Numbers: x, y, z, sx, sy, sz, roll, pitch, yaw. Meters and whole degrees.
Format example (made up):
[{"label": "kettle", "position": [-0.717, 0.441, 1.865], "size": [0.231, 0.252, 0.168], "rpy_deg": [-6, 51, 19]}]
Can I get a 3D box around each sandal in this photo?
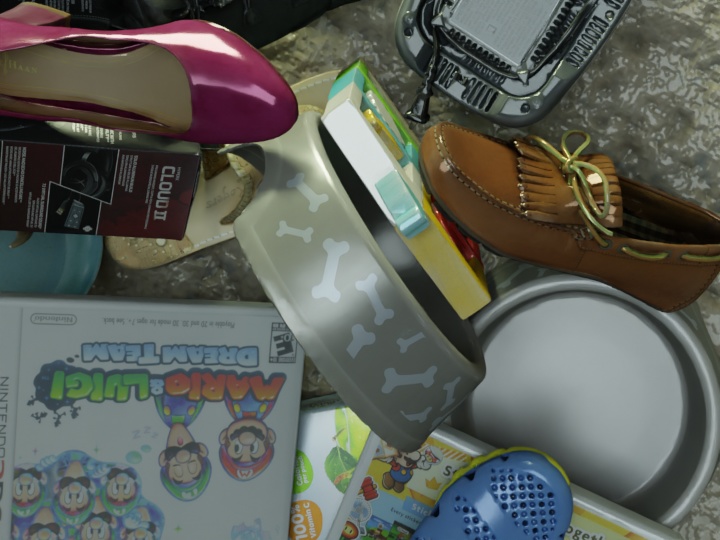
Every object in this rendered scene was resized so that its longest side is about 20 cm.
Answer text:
[{"label": "sandal", "position": [-0.078, -0.058, 0.833], "size": [0.210, 0.070, 0.078], "rpy_deg": [-28, 91, 11]}, {"label": "sandal", "position": [0.044, 0.182, 0.752], "size": [0.080, 0.087, 0.200], "rpy_deg": [45, 103, 3]}]

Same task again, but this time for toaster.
[{"label": "toaster", "position": [0.097, -0.162, 0.762], "size": [0.113, 0.129, 0.202], "rpy_deg": [32, 99, 6]}]

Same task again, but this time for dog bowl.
[{"label": "dog bowl", "position": [0.000, 0.000, 0.732], "size": [0.058, 0.200, 0.201], "rpy_deg": [-34, 90, 11]}, {"label": "dog bowl", "position": [0.135, 0.087, 0.819], "size": [0.197, 0.059, 0.203], "rpy_deg": [1, 97, 10]}]

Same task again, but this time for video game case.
[{"label": "video game case", "position": [-0.134, 0.108, 0.786], "size": [0.197, 0.024, 0.185], "rpy_deg": [3, 99, -19]}, {"label": "video game case", "position": [0.071, 0.202, 0.805], "size": [0.198, 0.023, 0.184], "rpy_deg": [24, 103, 7]}]

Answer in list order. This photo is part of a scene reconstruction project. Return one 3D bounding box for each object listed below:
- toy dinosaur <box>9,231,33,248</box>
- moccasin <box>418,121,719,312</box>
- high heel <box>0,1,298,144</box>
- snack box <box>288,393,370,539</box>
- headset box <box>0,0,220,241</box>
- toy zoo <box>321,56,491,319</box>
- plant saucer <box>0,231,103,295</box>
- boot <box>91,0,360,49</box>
[{"label": "toy dinosaur", "position": [-0.215, -0.078, 0.834], "size": [0.201, 0.100, 0.059], "rpy_deg": [60, 146, 30]}, {"label": "moccasin", "position": [0.122, -0.036, 0.723], "size": [0.199, 0.074, 0.078], "rpy_deg": [24, 132, -18]}, {"label": "high heel", "position": [-0.133, -0.089, 0.667], "size": [0.198, 0.096, 0.068], "rpy_deg": [14, 124, 25]}, {"label": "snack box", "position": [-0.042, 0.162, 0.859], "size": [0.197, 0.053, 0.144], "rpy_deg": [-12, 94, 11]}, {"label": "headset box", "position": [-0.181, -0.100, 0.773], "size": [0.197, 0.150, 0.078], "rpy_deg": [3, 139, -18]}, {"label": "toy zoo", "position": [0.026, -0.049, 0.739], "size": [0.020, 0.200, 0.132], "rpy_deg": [-33, 103, 11]}, {"label": "plant saucer", "position": [-0.255, -0.040, 0.814], "size": [0.200, 0.200, 0.027], "rpy_deg": [46, 127, 2]}, {"label": "boot", "position": [-0.077, -0.210, 0.758], "size": [0.199, 0.065, 0.167], "rpy_deg": [-28, 98, -29]}]
